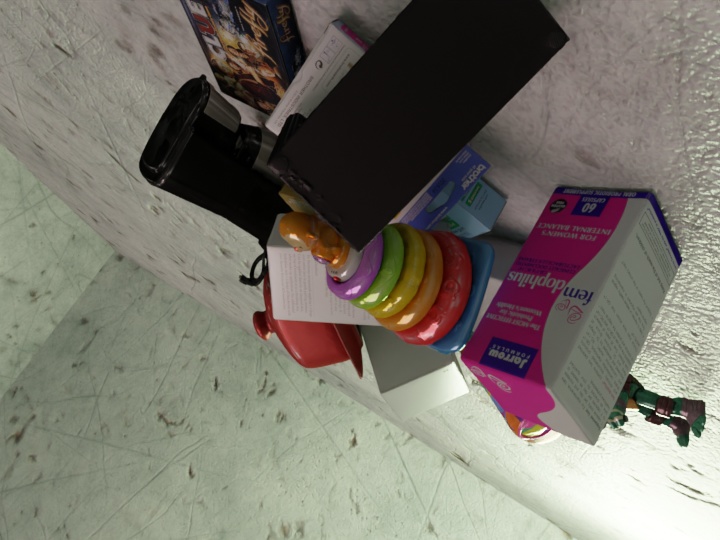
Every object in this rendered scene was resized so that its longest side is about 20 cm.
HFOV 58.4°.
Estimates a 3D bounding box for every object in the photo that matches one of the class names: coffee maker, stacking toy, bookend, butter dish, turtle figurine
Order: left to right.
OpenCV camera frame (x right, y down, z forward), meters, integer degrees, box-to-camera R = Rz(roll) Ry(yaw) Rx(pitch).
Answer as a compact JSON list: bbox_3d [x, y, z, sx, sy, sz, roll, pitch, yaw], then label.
[{"bbox_3d":[-0.164,-0.105,0.803,0.198,0.196,0.133,27,161,-38],"label":"coffee maker"},{"bbox_3d":[-0.089,0.057,0.949,0.201,0.145,0.202,-105,-7,-65],"label":"butter dish"},{"bbox_3d":[0.012,-0.005,0.564,0.198,0.112,0.115,21,179,-36],"label":"stacking toy"},{"bbox_3d":[0.031,-0.144,0.509,0.092,0.200,0.199,41,-165,-16],"label":"bookend"},{"bbox_3d":[0.347,0.180,0.871,0.196,0.103,0.150,12,172,16],"label":"turtle figurine"}]

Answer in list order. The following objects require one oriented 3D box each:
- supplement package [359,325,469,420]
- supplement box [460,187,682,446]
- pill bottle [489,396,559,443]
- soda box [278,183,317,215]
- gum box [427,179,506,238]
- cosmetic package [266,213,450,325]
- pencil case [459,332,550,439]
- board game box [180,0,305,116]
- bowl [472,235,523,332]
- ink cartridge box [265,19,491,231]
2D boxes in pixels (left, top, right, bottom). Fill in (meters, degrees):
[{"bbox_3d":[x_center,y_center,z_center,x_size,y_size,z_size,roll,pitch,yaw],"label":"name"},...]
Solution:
[{"bbox_3d":[0.069,0.096,0.967,0.117,0.115,0.203,58,-169,-53],"label":"supplement package"},{"bbox_3d":[0.194,0.035,0.584,0.100,0.202,0.103,12,154,50],"label":"supplement box"},{"bbox_3d":[0.263,0.189,1.027,0.112,0.114,0.201,20,158,39],"label":"pill bottle"},{"bbox_3d":[-0.012,-0.055,0.808,0.063,0.068,0.200,19,159,42],"label":"soda box"},{"bbox_3d":[0.047,-0.107,0.749,0.199,0.045,0.170,37,163,-10],"label":"gum box"},{"bbox_3d":[0.000,0.000,0.724,0.195,0.072,0.103,4,125,4],"label":"cosmetic package"},{"bbox_3d":[0.202,0.137,0.905,0.089,0.088,0.201,52,-176,-48],"label":"pencil case"},{"bbox_3d":[-0.122,-0.247,0.704,0.134,0.035,0.201,29,162,18],"label":"board game box"},{"bbox_3d":[0.205,0.037,0.791,0.197,0.075,0.201,22,158,36],"label":"bowl"},{"bbox_3d":[0.018,-0.130,0.634,0.199,0.120,0.042,38,-152,-9],"label":"ink cartridge box"}]
